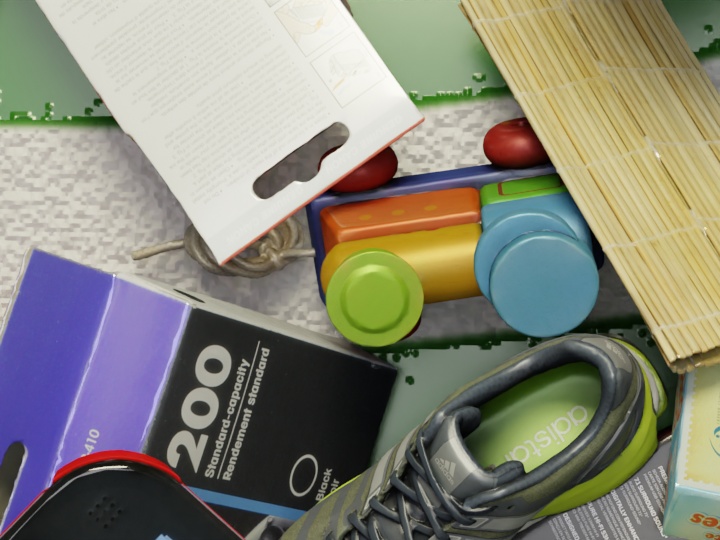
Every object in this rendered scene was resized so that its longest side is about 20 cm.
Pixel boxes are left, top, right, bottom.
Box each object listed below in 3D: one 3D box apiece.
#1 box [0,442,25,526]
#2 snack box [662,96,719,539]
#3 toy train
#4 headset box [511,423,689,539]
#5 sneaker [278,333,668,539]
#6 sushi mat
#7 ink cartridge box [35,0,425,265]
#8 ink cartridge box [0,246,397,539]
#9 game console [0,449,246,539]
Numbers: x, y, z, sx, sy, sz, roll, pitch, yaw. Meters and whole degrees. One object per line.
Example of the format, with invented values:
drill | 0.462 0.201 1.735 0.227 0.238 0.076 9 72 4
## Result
box | -0.180 0.126 0.935 0.095 0.078 0.200 4 114 4
snack box | 0.187 0.023 0.919 0.116 0.037 0.200 10 52 4
toy train | 0.000 0.000 0.939 0.199 0.116 0.085 -8 105 3
headset box | 0.123 0.148 0.953 0.200 0.075 0.149 -26 85 3
sneaker | 0.028 0.086 0.892 0.200 0.081 0.074 -40 70 -2
sushi mat | 0.117 -0.045 0.925 0.095 0.012 0.200 -8 52 -24
ink cartridge box | -0.067 -0.109 0.978 0.109 0.050 0.200 -35 79 2
ink cartridge box | -0.082 0.108 0.916 0.043 0.200 0.199 18 89 39
game console | -0.080 0.181 0.853 0.200 0.031 0.177 44 90 -14
